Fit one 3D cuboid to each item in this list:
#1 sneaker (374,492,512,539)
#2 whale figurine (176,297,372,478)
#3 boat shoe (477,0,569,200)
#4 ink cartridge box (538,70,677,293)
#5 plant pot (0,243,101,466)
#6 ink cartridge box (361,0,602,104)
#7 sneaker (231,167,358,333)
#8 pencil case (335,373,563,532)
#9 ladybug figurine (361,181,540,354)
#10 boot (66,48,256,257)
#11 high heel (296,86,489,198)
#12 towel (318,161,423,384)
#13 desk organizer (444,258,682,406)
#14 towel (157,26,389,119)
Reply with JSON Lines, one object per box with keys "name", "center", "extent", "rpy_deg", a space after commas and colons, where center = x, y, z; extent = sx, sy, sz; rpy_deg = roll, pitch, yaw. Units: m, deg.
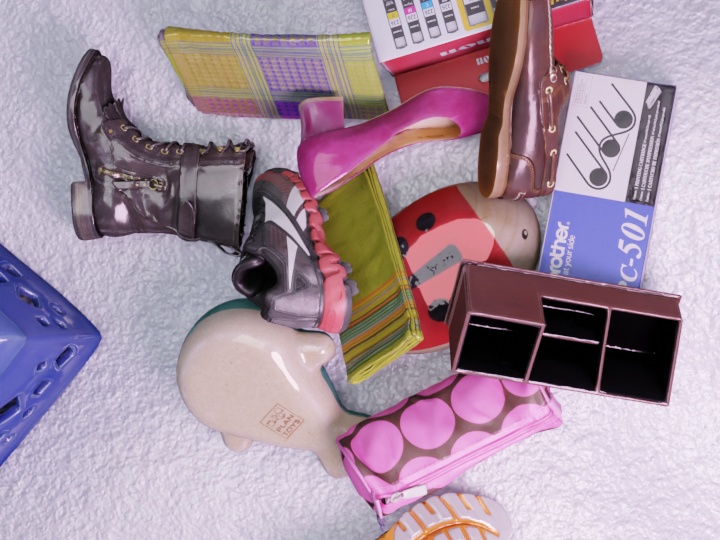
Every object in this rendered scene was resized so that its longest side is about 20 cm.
{"name": "sneaker", "center": [0.044, 0.265, 1.455], "extent": [0.200, 0.077, 0.078], "rpy_deg": [-23, 70, -10]}
{"name": "whale figurine", "center": [-0.072, 0.105, 1.478], "extent": [0.200, 0.104, 0.159], "rpy_deg": [34, 117, -11]}
{"name": "boat shoe", "center": [0.148, -0.159, 1.404], "extent": [0.070, 0.070, 0.200], "rpy_deg": [-1, 115, -13]}
{"name": "ink cartridge box", "center": [0.223, -0.074, 1.448], "extent": [0.094, 0.044, 0.200], "rpy_deg": [11, 90, 12]}
{"name": "plant pot", "center": [-0.396, 0.073, 1.488], "extent": [0.200, 0.180, 0.200], "rpy_deg": [40, 95, 10]}
{"name": "ink cartridge box", "center": [0.106, -0.251, 1.457], "extent": [0.200, 0.084, 0.176], "rpy_deg": [-17, 85, 9]}
{"name": "sneaker", "center": [-0.075, -0.022, 1.440], "extent": [0.098, 0.071, 0.200], "rpy_deg": [-4, 45, -20]}
{"name": "pencil case", "center": [0.083, 0.145, 1.421], "extent": [0.200, 0.094, 0.091], "rpy_deg": [-29, 113, -5]}
{"name": "ladybug figurine", "center": [0.073, -0.001, 1.458], "extent": [0.200, 0.072, 0.136], "rpy_deg": [-39, 82, 7]}
{"name": "boot", "center": [-0.185, -0.112, 1.520], "extent": [0.174, 0.069, 0.200], "rpy_deg": [-1, 95, 8]}
{"name": "high heel", "center": [0.042, -0.112, 1.446], "extent": [0.200, 0.067, 0.096], "rpy_deg": [-1, 65, -12]}
{"name": "towel", "center": [0.000, 0.000, 1.439], "extent": [0.086, 0.018, 0.200], "rpy_deg": [-36, 50, 28]}
{"name": "desk organizer", "center": [0.178, 0.055, 1.388], "extent": [0.200, 0.077, 0.072], "rpy_deg": [9, 123, -6]}
{"name": "towel", "center": [-0.079, -0.180, 1.463], "extent": [0.200, 0.144, 0.023], "rpy_deg": [3, 66, 11]}
